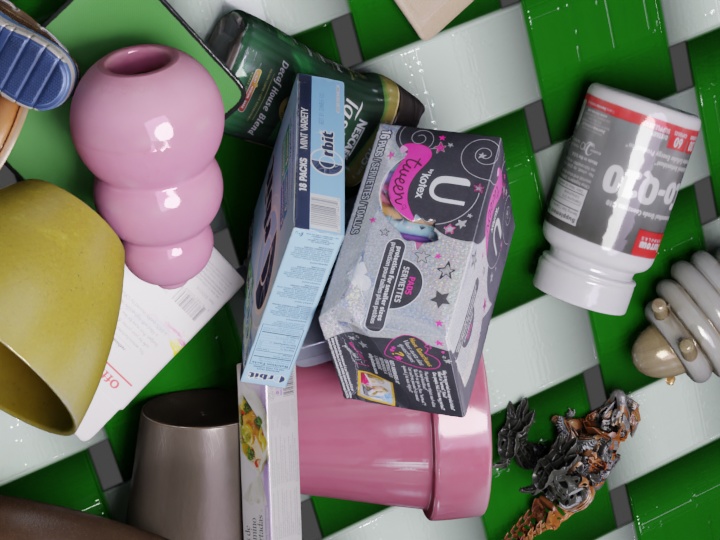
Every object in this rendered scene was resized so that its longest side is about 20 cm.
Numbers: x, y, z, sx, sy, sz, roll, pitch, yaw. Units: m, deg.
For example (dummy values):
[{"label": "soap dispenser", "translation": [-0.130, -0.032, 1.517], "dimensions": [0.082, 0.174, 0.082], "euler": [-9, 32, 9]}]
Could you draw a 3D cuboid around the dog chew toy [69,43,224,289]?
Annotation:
[{"label": "dog chew toy", "translation": [-0.165, -0.077, 1.393], "dimensions": [0.123, 0.125, 0.202], "euler": [-17, 122, -18]}]

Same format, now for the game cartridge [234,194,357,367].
[{"label": "game cartridge", "translation": [0.000, 0.000, 1.548], "dimensions": [0.199, 0.133, 0.041], "euler": [-30, 142, -11]}]

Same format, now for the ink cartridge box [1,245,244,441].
[{"label": "ink cartridge box", "translation": [-0.213, 0.036, 1.501], "dimensions": [0.200, 0.067, 0.117], "euler": [-45, 117, -5]}]

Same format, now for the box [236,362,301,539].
[{"label": "box", "translation": [-0.079, 0.177, 1.496], "dimensions": [0.041, 0.038, 0.203], "euler": [-10, 100, -46]}]

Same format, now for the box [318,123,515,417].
[{"label": "box", "translation": [0.053, -0.002, 1.438], "dimensions": [0.133, 0.113, 0.202], "euler": [74, 27, -55]}]

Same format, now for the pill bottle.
[{"label": "pill bottle", "translation": [0.241, -0.067, 1.641], "dimensions": [0.113, 0.114, 0.202], "euler": [12, 101, -26]}]

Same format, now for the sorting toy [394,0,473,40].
[{"label": "sorting toy", "translation": [0.072, -0.335, 1.530], "dimensions": [0.185, 0.036, 0.200], "euler": [-42, 122, -6]}]

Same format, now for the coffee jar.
[{"label": "coffee jar", "translation": [-0.045, -0.143, 1.507], "dimensions": [0.198, 0.085, 0.105], "euler": [20, 101, -28]}]

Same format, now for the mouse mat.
[{"label": "mouse mat", "translation": [-0.214, -0.139, 1.430], "dimensions": [0.200, 0.008, 0.161], "euler": [-39, 107, 15]}]

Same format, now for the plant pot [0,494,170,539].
[{"label": "plant pot", "translation": [-0.258, 0.276, 1.457], "dimensions": [0.197, 0.187, 0.189], "euler": [-1, 108, -1]}]

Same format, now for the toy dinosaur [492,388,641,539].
[{"label": "toy dinosaur", "translation": [0.207, 0.204, 1.732], "dimensions": [0.136, 0.101, 0.202], "euler": [40, 66, -45]}]

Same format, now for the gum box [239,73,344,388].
[{"label": "gum box", "translation": [-0.057, -0.031, 1.427], "dimensions": [0.044, 0.171, 0.201], "euler": [10, 138, -12]}]

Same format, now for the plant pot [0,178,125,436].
[{"label": "plant pot", "translation": [-0.267, 0.014, 1.365], "dimensions": [0.200, 0.199, 0.143], "euler": [48, 63, -28]}]

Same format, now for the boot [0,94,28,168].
[{"label": "boot", "translation": [-0.375, -0.107, 1.382], "dimensions": [0.155, 0.077, 0.200], "euler": [40, 103, -23]}]

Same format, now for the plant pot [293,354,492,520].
[{"label": "plant pot", "translation": [0.017, 0.131, 1.575], "dimensions": [0.177, 0.200, 0.202], "euler": [-4, 109, -6]}]

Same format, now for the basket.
[{"label": "basket", "translation": [-0.139, 0.220, 1.559], "dimensions": [0.178, 0.136, 0.202], "euler": [-2, 104, -11]}]

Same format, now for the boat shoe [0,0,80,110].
[{"label": "boat shoe", "translation": [-0.312, -0.194, 1.375], "dimensions": [0.199, 0.072, 0.072], "euler": [37, 102, -2]}]

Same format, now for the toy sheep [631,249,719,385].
[{"label": "toy sheep", "translation": [0.356, 0.039, 1.717], "dimensions": [0.199, 0.138, 0.138], "euler": [-33, 117, 4]}]
